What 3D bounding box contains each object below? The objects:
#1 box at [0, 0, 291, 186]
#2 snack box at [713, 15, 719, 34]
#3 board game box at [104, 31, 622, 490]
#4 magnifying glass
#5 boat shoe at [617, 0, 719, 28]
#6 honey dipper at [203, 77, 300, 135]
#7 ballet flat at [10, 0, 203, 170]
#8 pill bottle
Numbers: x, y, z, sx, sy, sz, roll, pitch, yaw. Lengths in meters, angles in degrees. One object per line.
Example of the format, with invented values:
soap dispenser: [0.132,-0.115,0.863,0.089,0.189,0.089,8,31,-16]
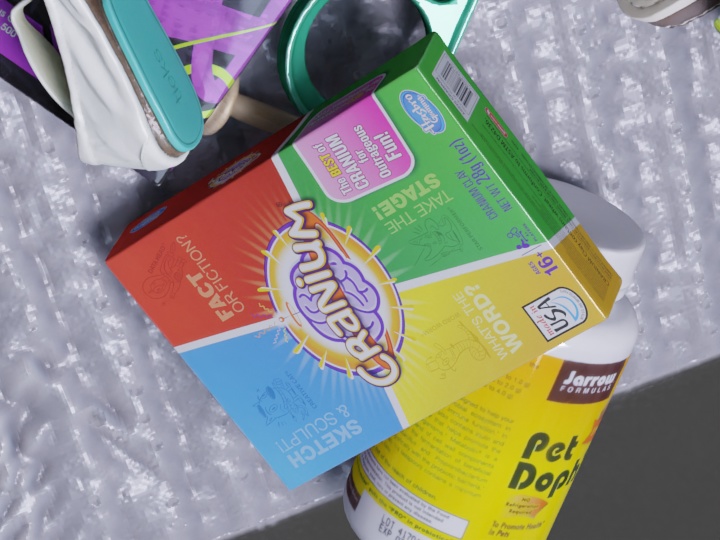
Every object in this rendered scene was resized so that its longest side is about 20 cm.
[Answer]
box: [-0.091,-0.158,1.184,0.143,0.036,0.200,34,104,-9]
snack box: [0.275,-0.151,1.288,0.200,0.053,0.142,-41,158,7]
board game box: [0.000,0.000,1.259,0.200,0.040,0.153,-31,106,29]
magnifying glass: [0.044,-0.143,1.259,0.200,0.022,0.080,-43,112,-2]
boat shoe: [0.209,-0.186,1.277,0.200,0.072,0.059,-46,137,17]
honey dipper: [-0.025,-0.065,1.292,0.199,0.038,0.038,21,111,-32]
ballet flat: [-0.130,-0.133,1.147,0.069,0.069,0.201,-21,107,-6]
pill bottle: [0.072,0.057,1.348,0.109,0.109,0.201,11,115,-24]
